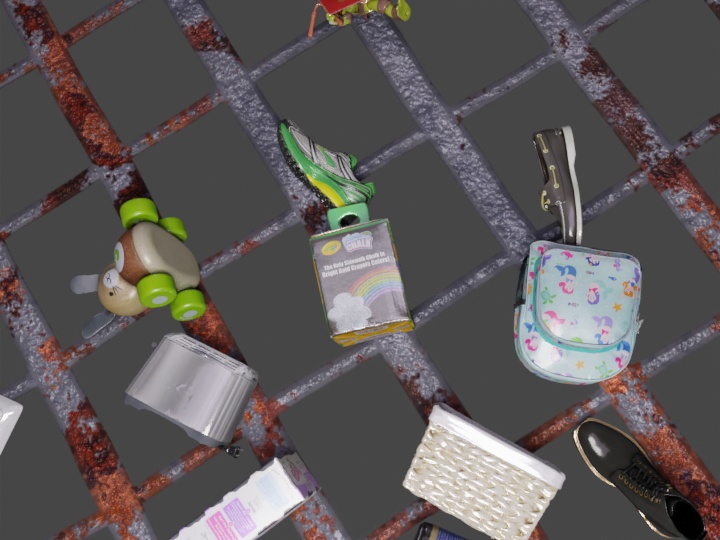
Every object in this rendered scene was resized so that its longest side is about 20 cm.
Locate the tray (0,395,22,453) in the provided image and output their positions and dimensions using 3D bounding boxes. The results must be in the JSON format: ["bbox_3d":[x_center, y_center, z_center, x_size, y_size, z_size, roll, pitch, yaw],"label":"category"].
[{"bbox_3d":[-0.650,0.226,1.232,0.200,0.022,0.107,22,82,9],"label":"tray"}]

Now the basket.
[{"bbox_3d":[0.166,0.286,1.086,0.200,0.136,0.123,28,87,10],"label":"basket"}]

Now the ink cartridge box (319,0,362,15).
[{"bbox_3d":[0.004,-0.504,1.249,0.200,0.045,0.176,-25,44,-5],"label":"ink cartridge box"}]

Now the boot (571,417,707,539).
[{"bbox_3d":[0.387,0.283,1.060,0.200,0.138,0.077,43,86,13],"label":"boot"}]

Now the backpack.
[{"bbox_3d":[0.312,0.064,1.113,0.177,0.151,0.200,10,85,6],"label":"backpack"}]

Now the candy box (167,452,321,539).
[{"bbox_3d":[-0.163,0.347,1.085,0.200,0.168,0.072,-38,78,-2],"label":"candy box"}]

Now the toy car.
[{"bbox_3d":[-0.364,0.016,1.191,0.200,0.158,0.164,-26,65,12],"label":"toy car"}]

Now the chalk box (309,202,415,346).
[{"bbox_3d":[0.000,0.000,1.164,0.124,0.124,0.200,-13,77,4],"label":"chalk box"}]

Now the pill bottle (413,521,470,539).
[{"bbox_3d":[0.158,0.438,1.065,0.200,0.112,0.112,21,81,9],"label":"pill bottle"}]

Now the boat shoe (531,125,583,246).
[{"bbox_3d":[0.304,-0.125,1.188,0.061,0.072,0.201,-5,71,9],"label":"boat shoe"}]

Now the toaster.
[{"bbox_3d":[-0.242,0.179,1.156,0.200,0.114,0.129,25,80,12],"label":"toaster"}]

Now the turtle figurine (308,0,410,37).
[{"bbox_3d":[0.010,-0.445,1.276,0.161,0.064,0.200,14,62,31],"label":"turtle figurine"}]

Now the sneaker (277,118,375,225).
[{"bbox_3d":[-0.059,-0.168,1.235,0.085,0.078,0.200,-42,87,-10],"label":"sneaker"}]
